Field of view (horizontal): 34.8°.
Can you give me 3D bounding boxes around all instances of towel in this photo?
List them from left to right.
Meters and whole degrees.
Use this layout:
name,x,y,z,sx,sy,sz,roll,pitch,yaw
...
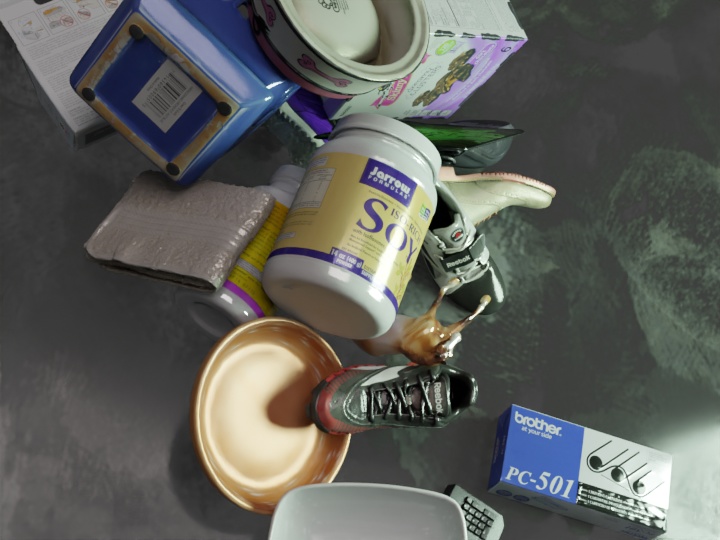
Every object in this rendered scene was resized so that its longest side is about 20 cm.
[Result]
name,x,y,z,sx,sy,sz,roll,pitch,yaw
towel,-0.197,-0.047,1.227,0.199,0.035,0.133,10,55,33

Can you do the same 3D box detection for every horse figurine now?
name,x,y,z,sx,sy,sz,roll,pitch,yaw
horse figurine,0.047,0.055,1.259,0.199,0.050,0.133,8,43,38

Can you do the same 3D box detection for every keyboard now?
name,x,y,z,sx,sy,sz,roll,pitch,yaw
keyboard,0.077,0.316,1.196,0.104,0.040,0.201,31,60,-1

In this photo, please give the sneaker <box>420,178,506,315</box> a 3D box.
name,x,y,z,sx,sy,sz,roll,pitch,yaw
sneaker,0.103,-0.029,1.315,0.074,0.089,0.200,-35,98,-1

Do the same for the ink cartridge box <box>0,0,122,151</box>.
name,x,y,z,sx,sy,sz,roll,pitch,yaw
ink cartridge box,-0.314,-0.255,1.346,0.162,0.057,0.200,-30,72,-26

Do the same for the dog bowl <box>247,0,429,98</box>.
name,x,y,z,sx,sy,sz,roll,pitch,yaw
dog bowl,-0.028,-0.264,1.171,0.199,0.074,0.201,18,59,-31

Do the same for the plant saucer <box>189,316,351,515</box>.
name,x,y,z,sx,sy,sz,roll,pitch,yaw
plant saucer,-0.095,0.149,1.184,0.199,0.037,0.202,6,80,-39

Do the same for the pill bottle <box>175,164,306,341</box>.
name,x,y,z,sx,sy,sz,roll,pitch,yaw
pill bottle,-0.111,-0.021,1.261,0.104,0.104,0.201,32,61,0

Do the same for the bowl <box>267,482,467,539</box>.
name,x,y,z,sx,sy,sz,roll,pitch,yaw
bowl,0.005,0.315,1.130,0.198,0.075,0.201,3,71,4

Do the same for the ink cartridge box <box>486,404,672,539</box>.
name,x,y,z,sx,sy,sz,roll,pitch,yaw
ink cartridge box,0.247,0.227,1.284,0.199,0.044,0.094,18,60,-7

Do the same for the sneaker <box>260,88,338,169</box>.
name,x,y,z,sx,sy,sz,roll,pitch,yaw
sneaker,-0.054,-0.183,1.374,0.099,0.070,0.200,-37,81,-30

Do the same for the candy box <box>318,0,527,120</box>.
name,x,y,z,sx,sy,sz,roll,pitch,yaw
candy box,0.067,-0.252,1.355,0.199,0.168,0.072,-7,66,-40

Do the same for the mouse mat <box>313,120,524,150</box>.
name,x,y,z,sx,sy,sz,roll,pitch,yaw
mouse mat,0.067,-0.155,1.303,0.199,0.008,0.161,10,18,32

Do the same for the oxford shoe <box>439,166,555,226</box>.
name,x,y,z,sx,sy,sz,roll,pitch,yaw
oxford shoe,0.140,-0.083,1.395,0.199,0.071,0.074,3,85,-10

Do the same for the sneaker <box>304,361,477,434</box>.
name,x,y,z,sx,sy,sz,roll,pitch,yaw
sneaker,0.041,0.133,1.211,0.199,0.098,0.071,-3,89,-33

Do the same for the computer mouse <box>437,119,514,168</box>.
name,x,y,z,sx,sy,sz,roll,pitch,yaw
computer mouse,0.112,-0.146,1.385,0.199,0.138,0.053,-17,111,-48

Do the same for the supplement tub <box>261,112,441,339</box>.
name,x,y,z,sx,sy,sz,roll,pitch,yaw
supplement tub,-0.004,-0.046,1.193,0.145,0.145,0.201,23,68,-5

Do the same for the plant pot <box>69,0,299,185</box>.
name,x,y,z,sx,sy,sz,roll,pitch,yaw
plant pot,-0.173,-0.221,1.211,0.200,0.200,0.180,43,41,-10
